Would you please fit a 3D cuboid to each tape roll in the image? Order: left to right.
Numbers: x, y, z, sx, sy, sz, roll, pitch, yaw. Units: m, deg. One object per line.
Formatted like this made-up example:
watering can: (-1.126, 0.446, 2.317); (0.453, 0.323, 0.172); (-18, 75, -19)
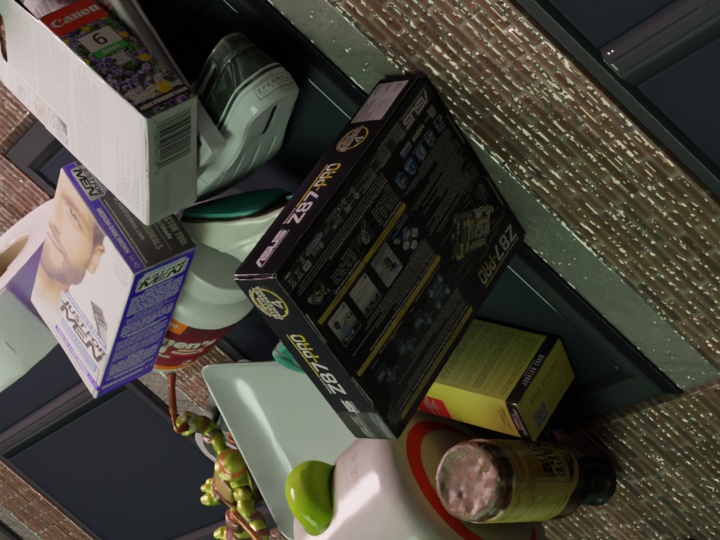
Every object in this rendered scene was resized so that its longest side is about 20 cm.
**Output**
tape roll: (-0.313, 0.028, 1.698); (0.071, 0.203, 0.202); (47, 149, -18)

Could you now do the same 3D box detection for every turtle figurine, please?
turtle figurine: (-0.125, 0.196, 1.789); (0.200, 0.064, 0.161); (56, 162, 20)

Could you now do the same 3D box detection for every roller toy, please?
roller toy: (0.054, 0.208, 1.510); (0.140, 0.200, 0.183); (-45, 65, 25)

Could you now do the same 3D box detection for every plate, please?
plate: (-0.021, 0.151, 1.671); (0.199, 0.032, 0.200); (-8, 118, 33)

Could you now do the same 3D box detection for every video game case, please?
video game case: (-0.182, -0.150, 1.423); (0.200, 0.018, 0.143); (58, 150, 4)

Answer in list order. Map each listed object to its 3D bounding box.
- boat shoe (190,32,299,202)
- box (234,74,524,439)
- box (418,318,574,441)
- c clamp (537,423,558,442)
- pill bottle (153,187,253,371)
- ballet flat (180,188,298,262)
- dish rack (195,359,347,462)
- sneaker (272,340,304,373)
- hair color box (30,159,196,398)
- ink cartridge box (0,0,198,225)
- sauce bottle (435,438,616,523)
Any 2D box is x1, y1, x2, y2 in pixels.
boat shoe: (-0.098, -0.117, 1.415); (0.071, 0.072, 0.200); (56, 151, 9)
box: (0.020, -0.010, 1.297); (0.049, 0.200, 0.161); (-3, 134, 46)
box: (0.064, 0.074, 1.499); (0.200, 0.075, 0.050); (12, 143, 34)
c clamp: (0.110, 0.151, 1.616); (0.171, 0.027, 0.200); (50, 150, -13)
pill bottle: (-0.143, 0.007, 1.582); (0.109, 0.110, 0.200); (39, 151, -5)
ballet flat: (-0.052, -0.034, 1.428); (0.199, 0.070, 0.070); (-11, 128, 32)
dish rack: (-0.068, 0.163, 1.794); (0.171, 0.044, 0.200); (34, 151, 6)
sneaker: (0.000, 0.000, 1.461); (0.077, 0.091, 0.200); (25, 136, -36)
hair color box: (-0.200, 0.003, 1.497); (0.109, 0.065, 0.200); (54, 147, 19)
ink cartridge box: (-0.198, -0.136, 1.392); (0.200, 0.050, 0.109); (43, 147, 29)
sauce bottle: (0.135, 0.163, 1.468); (0.066, 0.066, 0.200); (14, -176, 34)
